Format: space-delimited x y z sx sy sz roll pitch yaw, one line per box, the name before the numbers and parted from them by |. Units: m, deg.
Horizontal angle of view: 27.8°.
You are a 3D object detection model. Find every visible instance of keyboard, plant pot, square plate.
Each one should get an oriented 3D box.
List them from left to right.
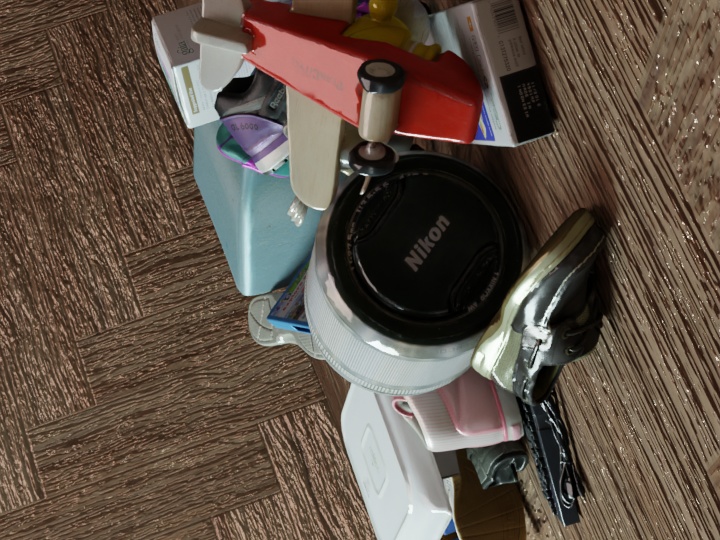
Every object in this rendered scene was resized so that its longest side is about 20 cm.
plant pot | -0.061 -0.130 1.483 0.200 0.195 0.197 90 160 -50
square plate | 0.025 0.179 1.375 0.198 0.028 0.201 107 147 -57
keyboard | 0.147 0.122 1.207 0.127 0.021 0.201 -133 24 -72

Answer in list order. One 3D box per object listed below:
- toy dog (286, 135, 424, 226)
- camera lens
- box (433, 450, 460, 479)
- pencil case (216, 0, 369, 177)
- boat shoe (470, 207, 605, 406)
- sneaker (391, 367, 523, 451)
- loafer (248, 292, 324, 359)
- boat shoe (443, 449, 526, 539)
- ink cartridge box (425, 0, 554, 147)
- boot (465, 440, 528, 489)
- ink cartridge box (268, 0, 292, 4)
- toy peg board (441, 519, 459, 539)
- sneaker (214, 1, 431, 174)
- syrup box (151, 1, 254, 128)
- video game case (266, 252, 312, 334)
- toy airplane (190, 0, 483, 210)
toy dog | 0.022 -0.103 1.239 0.132 0.096 0.200 -58 5 32
camera lens | 0.038 0.008 1.137 0.200 0.159 0.160 110 140 -73
box | 0.035 0.094 1.403 0.156 0.041 0.201 178 80 -73
pencil case | -0.045 -0.170 1.247 0.200 0.085 0.093 -56 26 32
boat shoe | 0.129 0.030 0.959 0.066 0.072 0.201 40 152 10
sneaker | 0.067 0.069 1.278 0.075 0.104 0.201 69 -176 -59
loafer | -0.042 0.048 1.459 0.200 0.063 0.072 3 96 57
boat shoe | 0.123 0.229 1.483 0.069 0.071 0.201 78 178 -56
ink cartridge box | 0.078 -0.136 1.004 0.200 0.037 0.095 -156 48 -77
boot | 0.104 0.152 1.400 0.200 0.067 0.131 107 145 -74
ink cartridge box | -0.041 -0.241 1.271 0.200 0.119 0.042 79 174 -49
toy peg board | 0.104 0.307 1.683 0.200 0.098 0.200 -117 11 -45
sneaker | -0.037 -0.162 1.155 0.088 0.200 0.076 48 -153 -12
syrup box | -0.088 -0.214 1.368 0.082 0.199 0.079 79 168 -48
video game case | 0.000 0.000 1.336 0.018 0.143 0.200 41 164 -24
toy airplane | -0.015 -0.153 0.986 0.200 0.141 0.200 -24 97 50
